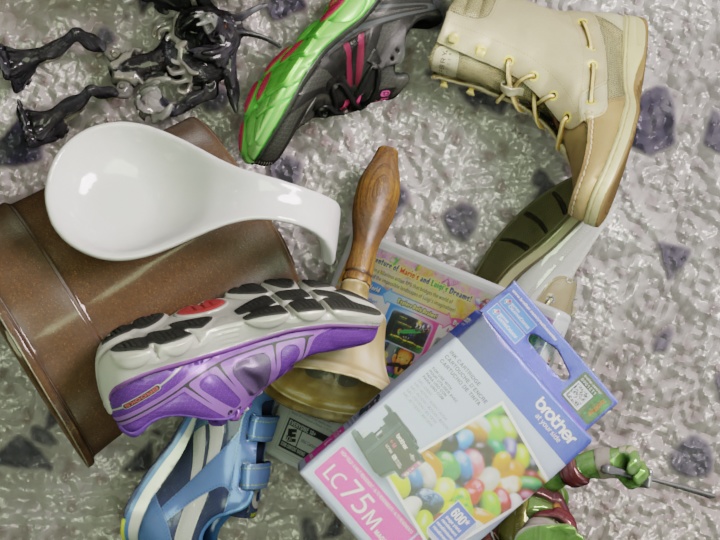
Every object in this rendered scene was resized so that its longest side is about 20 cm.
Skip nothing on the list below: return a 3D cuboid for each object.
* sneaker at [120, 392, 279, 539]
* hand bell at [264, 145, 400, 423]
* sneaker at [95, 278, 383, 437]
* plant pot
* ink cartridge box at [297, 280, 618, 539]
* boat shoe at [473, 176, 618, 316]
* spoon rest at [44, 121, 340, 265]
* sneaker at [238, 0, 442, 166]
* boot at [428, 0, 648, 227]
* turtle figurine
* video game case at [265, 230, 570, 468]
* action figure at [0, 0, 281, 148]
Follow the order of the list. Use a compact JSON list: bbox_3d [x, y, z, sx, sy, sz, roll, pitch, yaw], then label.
[{"bbox_3d":[-0.093,0.133,1.668,0.082,0.074,0.200,34,98,16],"label":"sneaker"},{"bbox_3d":[0.000,0.000,1.642,0.104,0.104,0.200,15,68,-4],"label":"hand bell"},{"bbox_3d":[-0.081,0.060,1.537,0.200,0.081,0.084,-15,111,-16],"label":"sneaker"},{"bbox_3d":[-0.162,0.005,1.617,0.198,0.200,0.200,-31,93,-10],"label":"plant pot"},{"bbox_3d":[0.069,0.115,1.557,0.200,0.042,0.119,-41,95,-3],"label":"ink cartridge box"},{"bbox_3d":[0.124,0.014,1.689,0.068,0.075,0.200,41,95,-20],"label":"boat shoe"},{"bbox_3d":[-0.110,-0.046,1.517,0.200,0.061,0.100,8,69,-6],"label":"spoon rest"},{"bbox_3d":[-0.011,-0.145,1.657,0.084,0.077,0.200,46,73,-13],"label":"sneaker"},{"bbox_3d":[0.122,-0.125,1.642,0.155,0.073,0.200,15,51,-2],"label":"boot"},{"bbox_3d":[0.168,0.204,1.624,0.200,0.194,0.144,45,108,-1],"label":"turtle figurine"},{"bbox_3d":[0.037,0.083,1.645,0.200,0.024,0.182,23,90,38],"label":"video game case"},{"bbox_3d":[-0.159,-0.156,1.650,0.200,0.102,0.119,-19,81,-1],"label":"action figure"}]
